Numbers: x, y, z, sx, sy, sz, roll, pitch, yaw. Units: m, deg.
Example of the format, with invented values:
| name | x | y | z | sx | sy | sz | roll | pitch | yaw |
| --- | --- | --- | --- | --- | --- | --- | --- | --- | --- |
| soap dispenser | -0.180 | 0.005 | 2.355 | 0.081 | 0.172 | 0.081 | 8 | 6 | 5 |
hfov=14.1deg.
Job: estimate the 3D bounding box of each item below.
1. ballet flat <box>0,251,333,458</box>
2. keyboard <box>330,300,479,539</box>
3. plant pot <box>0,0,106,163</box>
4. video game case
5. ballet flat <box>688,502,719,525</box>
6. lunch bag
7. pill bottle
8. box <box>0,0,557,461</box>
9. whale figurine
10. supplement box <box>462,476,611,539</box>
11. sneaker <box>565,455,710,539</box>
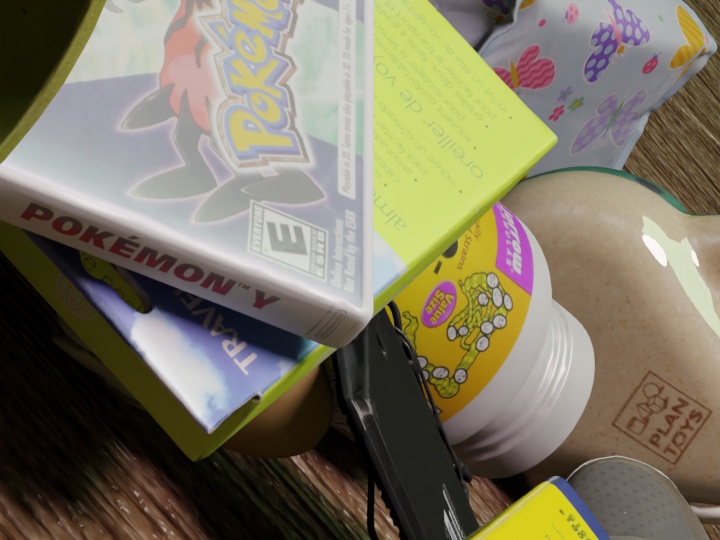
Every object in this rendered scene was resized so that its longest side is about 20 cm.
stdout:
| name | x | y | z | sx | sy | sz | roll | pitch | yaw |
| --- | --- | --- | --- | --- | --- | --- | --- | --- | --- |
| ballet flat | -0.093 | -0.008 | 0.919 | 0.200 | 0.069 | 0.063 | 46 | 31 | 3 |
| keyboard | 0.017 | 0.091 | 0.989 | 0.104 | 0.039 | 0.200 | -91 | 163 | -53 |
| plant pot | -0.188 | -0.118 | 0.696 | 0.193 | 0.200 | 0.200 | 50 | 14 | 31 |
| video game case | -0.076 | -0.088 | 0.857 | 0.182 | 0.023 | 0.201 | 22 | 47 | -24 |
| ballet flat | 0.166 | 0.079 | 1.397 | 0.069 | 0.069 | 0.200 | 45 | 18 | -22 |
| lunch bag | 0.033 | -0.132 | 1.327 | 0.169 | 0.127 | 0.200 | 9 | 34 | -54 |
| pill bottle | 0.000 | 0.000 | 1.052 | 0.200 | 0.104 | 0.104 | 37 | 23 | -40 |
| box | -0.037 | -0.031 | 0.897 | 0.122 | 0.048 | 0.200 | 47 | 44 | 3 |
| whale figurine | 0.125 | 0.040 | 1.206 | 0.200 | 0.159 | 0.104 | 33 | 20 | 5 |
| supplement box | 0.026 | 0.147 | 0.827 | 0.109 | 0.109 | 0.200 | 54 | 17 | 5 |
| sneaker | 0.101 | 0.128 | 1.010 | 0.200 | 0.077 | 0.082 | -93 | -179 | -48 |
